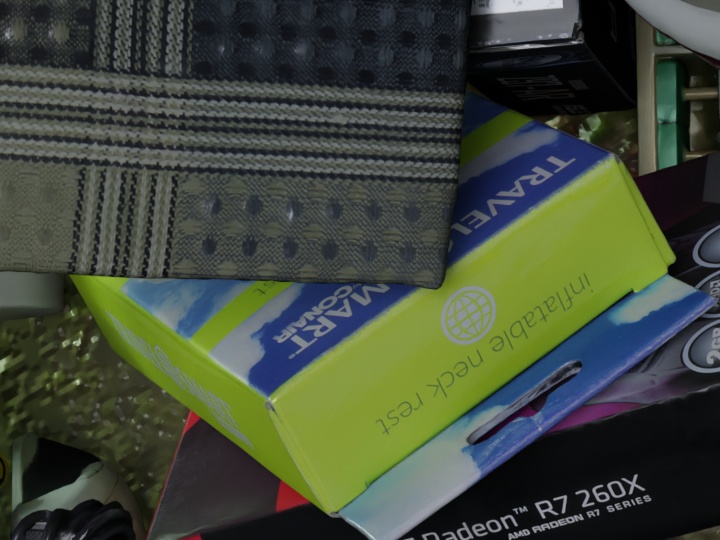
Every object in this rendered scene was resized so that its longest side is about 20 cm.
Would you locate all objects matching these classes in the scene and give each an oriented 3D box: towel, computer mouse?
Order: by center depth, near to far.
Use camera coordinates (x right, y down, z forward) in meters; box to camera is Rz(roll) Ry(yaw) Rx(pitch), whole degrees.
[{"bbox_3d":[-0.067,-0.094,0.736,0.199,0.035,0.193,4,91,-14],"label":"towel"},{"bbox_3d":[-0.085,0.097,0.878,0.044,0.200,0.110,-1,103,-6],"label":"computer mouse"}]

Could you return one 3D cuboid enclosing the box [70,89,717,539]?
[{"bbox_3d":[0.000,0.000,0.835,0.122,0.200,0.048,-36,116,-13],"label":"box"}]

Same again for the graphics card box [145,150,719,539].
[{"bbox_3d":[0.042,0.036,0.839,0.200,0.126,0.051,-16,119,21],"label":"graphics card box"}]

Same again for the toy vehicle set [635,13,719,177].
[{"bbox_3d":[0.148,-0.036,0.885,0.124,0.027,0.201,-2,86,18],"label":"toy vehicle set"}]

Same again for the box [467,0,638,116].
[{"bbox_3d":[0.048,-0.153,0.852,0.043,0.160,0.201,-4,85,11],"label":"box"}]

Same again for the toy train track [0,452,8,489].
[{"bbox_3d":[-0.133,0.041,0.873,0.115,0.032,0.201,4,104,54],"label":"toy train track"}]

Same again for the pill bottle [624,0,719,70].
[{"bbox_3d":[0.121,-0.106,0.778,0.114,0.200,0.114,-1,86,18],"label":"pill bottle"}]

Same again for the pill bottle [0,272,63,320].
[{"bbox_3d":[-0.142,-0.084,0.936,0.112,0.112,0.201,-5,86,17],"label":"pill bottle"}]
